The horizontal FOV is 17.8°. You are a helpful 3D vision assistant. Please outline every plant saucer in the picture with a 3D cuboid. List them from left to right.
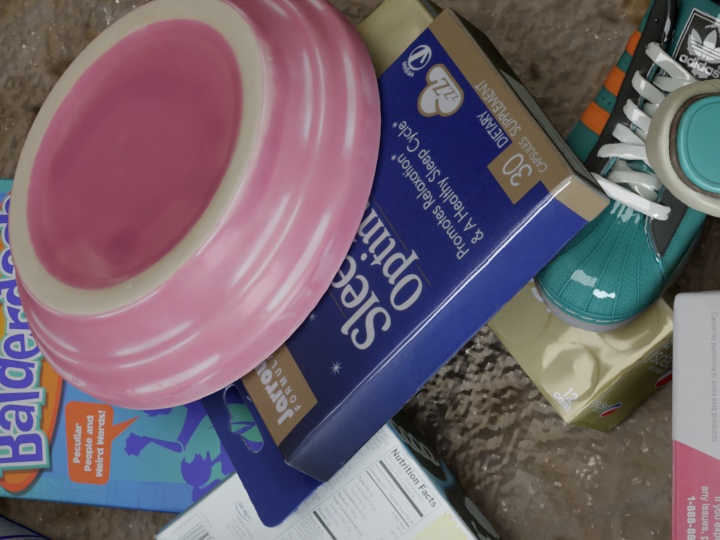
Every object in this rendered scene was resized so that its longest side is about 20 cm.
[{"bbox_3d":[-0.082,-0.042,0.988,0.200,0.051,0.201,-20,55,32],"label":"plant saucer"}]

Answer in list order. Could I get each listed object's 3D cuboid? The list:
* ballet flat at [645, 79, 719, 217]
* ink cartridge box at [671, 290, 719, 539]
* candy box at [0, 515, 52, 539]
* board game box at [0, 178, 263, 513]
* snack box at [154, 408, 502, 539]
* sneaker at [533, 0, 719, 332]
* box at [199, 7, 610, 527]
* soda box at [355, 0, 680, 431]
[{"bbox_3d":[0.206,-0.035,0.881,0.199,0.069,0.070,11,87,-2],"label":"ballet flat"},{"bbox_3d":[0.220,0.084,0.870,0.199,0.083,0.147,-3,54,13],"label":"ink cartridge box"},{"bbox_3d":[-0.181,0.206,1.062,0.199,0.077,0.170,21,92,24],"label":"candy box"},{"bbox_3d":[-0.103,0.036,1.070,0.199,0.045,0.153,2,84,23],"label":"board game box"},{"bbox_3d":[0.018,0.157,0.983,0.116,0.037,0.200,-38,87,13],"label":"snack box"},{"bbox_3d":[0.128,-0.071,0.933,0.071,0.080,0.200,26,69,9],"label":"sneaker"},{"bbox_3d":[0.000,0.000,0.951,0.200,0.032,0.121,-47,45,15],"label":"box"},{"bbox_3d":[0.063,-0.026,1.002,0.068,0.064,0.200,-42,70,12],"label":"soda box"}]
